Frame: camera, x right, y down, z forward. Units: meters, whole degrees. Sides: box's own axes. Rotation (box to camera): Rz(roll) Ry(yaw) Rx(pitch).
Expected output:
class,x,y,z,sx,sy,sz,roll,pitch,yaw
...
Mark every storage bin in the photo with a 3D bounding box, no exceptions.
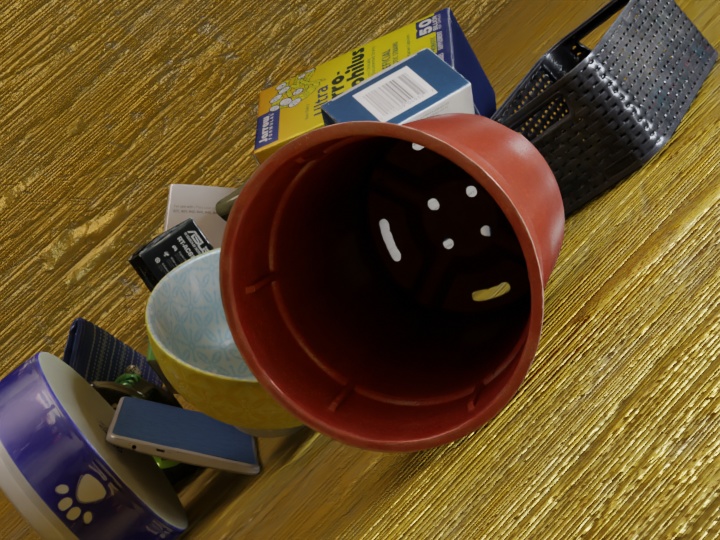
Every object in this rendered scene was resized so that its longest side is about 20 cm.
class,x,y,z,sx,sy,sz,roll,pitch,yaw
storage bin,0.194,-0.140,1.177,0.135,0.094,0.200,-35,11,40

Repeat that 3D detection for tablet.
class,x,y,z,sx,sy,sz,roll,pitch,yaw
tablet,-0.156,0.145,1.284,0.200,0.130,0.014,-147,71,-83

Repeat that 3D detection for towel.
class,x,y,z,sx,sy,sz,roll,pitch,yaw
towel,-0.267,0.145,1.517,0.200,0.024,0.145,48,-132,-63

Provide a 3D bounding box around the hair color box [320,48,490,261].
class,x,y,z,sx,sy,sz,roll,pitch,yaw
hair color box,0.039,-0.061,1.112,0.100,0.200,0.061,-30,49,-16

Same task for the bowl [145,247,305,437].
class,x,y,z,sx,sy,sz,roll,pitch,yaw
bowl,-0.075,0.073,1.201,0.200,0.200,0.108,-51,-31,-50

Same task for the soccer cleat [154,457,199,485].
class,x,y,z,sx,sy,sz,roll,pitch,yaw
soccer cleat,-0.223,0.208,1.446,0.200,0.081,0.068,-24,44,4

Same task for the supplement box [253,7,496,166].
class,x,y,z,sx,sy,sz,roll,pitch,yaw
supplement box,0.016,-0.134,1.321,0.200,0.110,0.109,-22,35,17

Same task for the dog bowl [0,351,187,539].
class,x,y,z,sx,sy,sz,roll,pitch,yaw
dog bowl,-0.238,0.168,1.226,0.079,0.200,0.200,-40,7,-1

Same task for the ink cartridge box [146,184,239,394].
class,x,y,z,sx,sy,sz,roll,pitch,yaw
ink cartridge box,-0.167,0.024,1.569,0.146,0.084,0.201,77,-163,-71

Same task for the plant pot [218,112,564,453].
class,x,y,z,sx,sy,sz,roll,pitch,yaw
plant pot,0.039,-0.013,0.930,0.201,0.201,0.195,-38,1,25

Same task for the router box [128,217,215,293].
class,x,y,z,sx,sy,sz,roll,pitch,yaw
router box,-0.134,0.049,1.363,0.062,0.200,0.150,-36,7,-12

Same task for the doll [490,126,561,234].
class,x,y,z,sx,sy,sz,roll,pitch,yaw
doll,0.104,-0.046,1.262,0.200,0.048,0.136,-44,13,-17

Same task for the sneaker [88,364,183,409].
class,x,y,z,sx,sy,sz,roll,pitch,yaw
sneaker,-0.239,0.137,1.491,0.077,0.089,0.200,-33,-27,7

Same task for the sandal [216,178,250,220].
class,x,y,z,sx,sy,sz,roll,pitch,yaw
sandal,-0.079,-0.132,1.497,0.201,0.057,0.080,-43,8,-18
